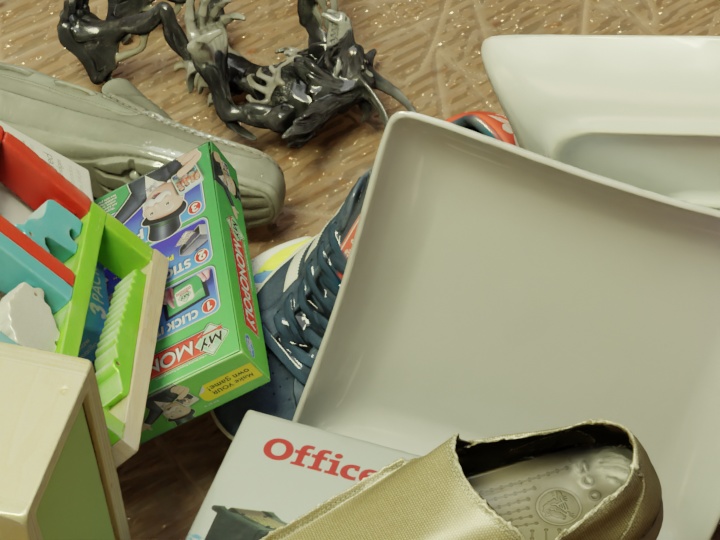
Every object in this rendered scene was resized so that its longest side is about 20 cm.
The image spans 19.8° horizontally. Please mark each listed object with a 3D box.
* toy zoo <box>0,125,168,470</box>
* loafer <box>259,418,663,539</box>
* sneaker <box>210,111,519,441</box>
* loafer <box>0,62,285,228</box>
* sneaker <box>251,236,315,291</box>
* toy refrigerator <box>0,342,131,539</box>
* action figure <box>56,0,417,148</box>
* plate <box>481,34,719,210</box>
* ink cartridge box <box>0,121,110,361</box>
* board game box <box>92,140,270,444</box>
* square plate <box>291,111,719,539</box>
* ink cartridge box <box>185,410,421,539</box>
[{"bbox_3d":[-0.164,-0.018,0.852,0.020,0.200,0.131,-37,28,26],"label":"toy zoo"},{"bbox_3d":[0.031,0.104,0.829,0.199,0.068,0.076,-21,52,-17],"label":"loafer"},{"bbox_3d":[0.000,0.000,0.936,0.075,0.085,0.200,43,93,12],"label":"sneaker"},{"bbox_3d":[-0.129,-0.071,1.097,0.199,0.070,0.070,15,59,15],"label":"loafer"},{"bbox_3d":[0.032,0.037,0.994,0.199,0.076,0.105,-4,49,-3],"label":"sneaker"},{"bbox_3d":[-0.134,0.120,0.841,0.070,0.200,0.076,11,51,10],"label":"toy refrigerator"},{"bbox_3d":[-0.064,-0.131,1.128,0.199,0.102,0.119,16,40,17],"label":"action figure"},{"bbox_3d":[0.163,-0.024,0.874,0.199,0.200,0.032,4,57,23],"label":"plate"},{"bbox_3d":[-0.207,-0.029,0.898,0.068,0.200,0.115,-40,43,24],"label":"ink cartridge box"},{"bbox_3d":[-0.142,0.035,0.974,0.199,0.029,0.135,-26,48,15],"label":"board game box"},{"bbox_3d":[0.084,0.033,0.892,0.197,0.201,0.029,17,37,-1],"label":"square plate"},{"bbox_3d":[-0.017,0.172,0.872,0.145,0.083,0.200,13,51,13],"label":"ink cartridge box"}]
